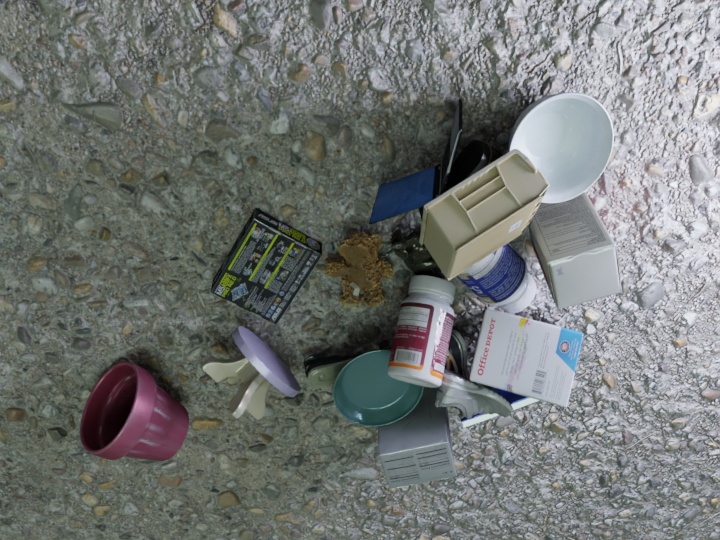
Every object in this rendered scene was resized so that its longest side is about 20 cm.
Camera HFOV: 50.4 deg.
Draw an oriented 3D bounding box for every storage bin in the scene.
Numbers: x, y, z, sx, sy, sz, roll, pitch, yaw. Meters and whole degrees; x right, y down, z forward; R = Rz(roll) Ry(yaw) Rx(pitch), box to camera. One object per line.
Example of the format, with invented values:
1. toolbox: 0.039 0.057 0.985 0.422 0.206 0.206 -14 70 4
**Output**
1. storage bin: 0.209 -0.093 1.319 0.196 0.095 0.200 -32 166 -6

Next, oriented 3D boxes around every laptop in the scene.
1. laptop: 0.100 -0.193 1.346 0.113 0.188 0.204 14 117 0

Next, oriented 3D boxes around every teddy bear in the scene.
1. teddy bear: 0.000 0.000 1.550 0.141 0.068 0.202 -12 130 17

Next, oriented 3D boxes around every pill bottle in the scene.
1. pill bottle: 0.261 -0.002 1.510 0.119 0.121 0.199 -36 128 20
2. pill bottle: 0.126 0.121 1.526 0.111 0.205 0.114 13 167 3

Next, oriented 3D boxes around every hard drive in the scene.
1. hard drive: 0.316 0.281 1.698 0.196 0.132 0.026 -23 100 12

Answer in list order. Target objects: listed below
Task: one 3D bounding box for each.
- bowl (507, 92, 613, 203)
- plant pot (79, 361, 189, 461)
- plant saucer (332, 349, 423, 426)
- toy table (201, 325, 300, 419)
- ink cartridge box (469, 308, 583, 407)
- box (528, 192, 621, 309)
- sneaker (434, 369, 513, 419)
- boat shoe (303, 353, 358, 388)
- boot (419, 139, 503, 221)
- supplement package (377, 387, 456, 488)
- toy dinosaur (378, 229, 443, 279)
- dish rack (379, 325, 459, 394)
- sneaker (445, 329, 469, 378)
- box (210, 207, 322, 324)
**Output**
1. bowl: 0.347 -0.233 1.380 0.195 0.091 0.206 -4 119 -7
2. plant pot: -0.481 0.327 1.673 0.198 0.203 0.178 -35 133 20
3. plant saucer: 0.036 0.241 1.617 0.194 0.036 0.204 -4 120 -7
4. toy table: -0.233 0.226 1.624 0.117 0.184 0.201 -40 105 4
5. ink cartridge box: 0.335 0.173 1.555 0.195 0.146 0.151 14 90 13
6. box: 0.400 -0.041 1.447 0.125 0.202 0.111 -15 123 9
7. sneaker: 0.229 0.270 1.580 0.197 0.075 0.084 25 94 -26
8. boat shoe: -0.028 0.208 1.679 0.195 0.068 0.074 -3 118 -19
9. boot: 0.216 -0.149 1.455 0.136 0.079 0.200 12 143 -35
10. supplement package: 0.121 0.357 1.696 0.152 0.202 0.113 -13 123 8
11. toy dinosaur: 0.121 -0.033 1.530 0.100 0.079 0.200 -16 145 22
12. dish rack: 0.135 0.201 1.670 0.195 0.055 0.157 -11 124 -7
13. sneaker: 0.190 0.227 1.626 0.078 0.078 0.204 -26 118 -21
14. box: -0.190 -0.005 1.544 0.158 0.045 0.202 26 118 -17
